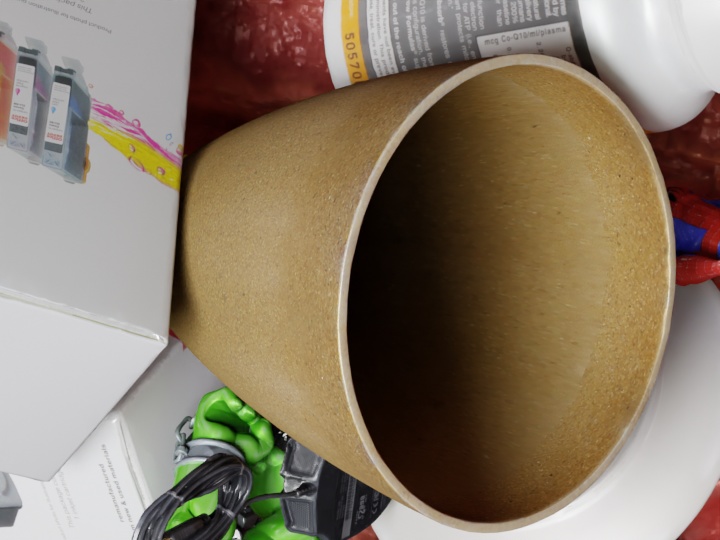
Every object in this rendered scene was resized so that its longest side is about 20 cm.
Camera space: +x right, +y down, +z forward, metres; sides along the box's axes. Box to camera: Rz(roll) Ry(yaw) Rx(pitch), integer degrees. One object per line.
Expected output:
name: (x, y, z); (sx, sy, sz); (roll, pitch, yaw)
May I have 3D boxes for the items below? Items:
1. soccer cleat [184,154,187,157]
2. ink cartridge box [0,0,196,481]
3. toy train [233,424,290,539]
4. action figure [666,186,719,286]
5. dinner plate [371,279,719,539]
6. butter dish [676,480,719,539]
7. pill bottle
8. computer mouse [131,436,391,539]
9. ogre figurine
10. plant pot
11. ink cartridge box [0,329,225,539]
soccer cleat: (-0.046, -0.043, 1.033); (0.199, 0.065, 0.084); (4, 79, 22)
ink cartridge box: (-0.167, -0.036, 0.894); (0.144, 0.201, 0.145); (18, 143, -22)
toy train: (-0.084, 0.150, 1.114); (0.046, 0.034, 0.201); (33, 113, 19)
action figure: (0.184, -0.010, 0.920); (0.199, 0.065, 0.052); (17, 138, 37)
dinner plate: (0.081, 0.060, 0.960); (0.199, 0.201, 0.024); (-16, 144, 23)
butter dish: (0.251, 0.197, 0.957); (0.199, 0.148, 0.201); (-12, 105, 21)
pill bottle: (0.091, -0.113, 0.899); (0.199, 0.116, 0.117); (-5, 107, 37)
computer mouse: (-0.041, 0.095, 0.889); (0.034, 0.200, 0.059); (15, 102, 29)
ogre figurine: (-0.042, 0.165, 0.943); (0.097, 0.120, 0.201); (5, 119, 26)
plant pot: (0.000, 0.000, 0.871); (0.199, 0.186, 0.188); (9, 114, 50)
ink cartridge box: (-0.159, 0.072, 1.037); (0.199, 0.148, 0.086); (-5, 117, 29)
